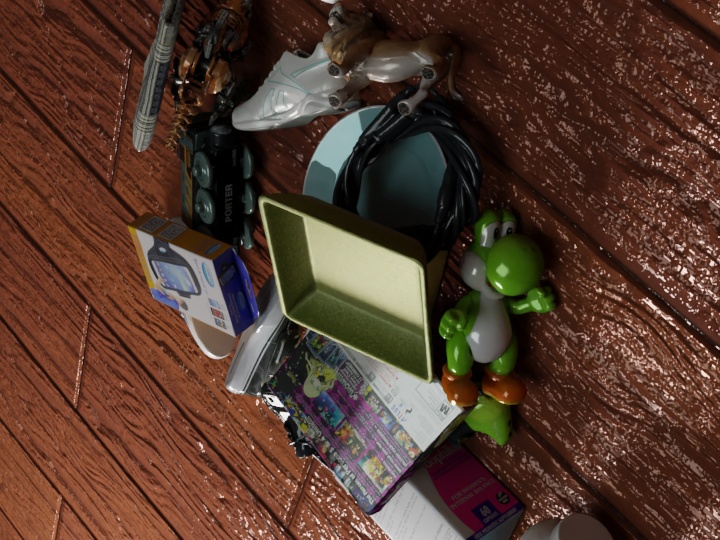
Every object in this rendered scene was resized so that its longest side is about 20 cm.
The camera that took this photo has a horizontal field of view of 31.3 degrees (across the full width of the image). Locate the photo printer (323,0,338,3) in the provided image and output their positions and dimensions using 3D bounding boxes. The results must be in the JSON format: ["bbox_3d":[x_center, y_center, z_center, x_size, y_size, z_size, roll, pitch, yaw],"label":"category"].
[{"bbox_3d":[-0.050,-0.393,1.337,0.200,0.069,0.167,48,138,20],"label":"photo printer"}]

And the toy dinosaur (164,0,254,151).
[{"bbox_3d":[-0.183,-0.238,1.498,0.102,0.200,0.136,44,166,3],"label":"toy dinosaur"}]

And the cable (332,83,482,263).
[{"bbox_3d":[0.047,-0.083,1.347,0.200,0.051,0.164,-46,68,29],"label":"cable"}]

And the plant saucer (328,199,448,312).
[{"bbox_3d":[0.000,0.000,1.497,0.199,0.048,0.202,38,134,30],"label":"plant saucer"}]

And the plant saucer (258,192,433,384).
[{"bbox_3d":[-0.002,0.007,1.346,0.198,0.048,0.201,23,146,24],"label":"plant saucer"}]

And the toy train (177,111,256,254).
[{"bbox_3d":[-0.188,-0.105,1.640,0.114,0.084,0.202,44,141,44],"label":"toy train"}]

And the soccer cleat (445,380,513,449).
[{"bbox_3d":[0.086,0.160,1.461,0.198,0.067,0.082,2,117,42],"label":"soccer cleat"}]

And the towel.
[{"bbox_3d":[-0.239,-0.278,1.547,0.202,0.034,0.194,-87,14,-46],"label":"towel"}]

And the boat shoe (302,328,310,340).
[{"bbox_3d":[-0.054,0.127,1.571,0.073,0.067,0.201,42,151,21],"label":"boat shoe"}]

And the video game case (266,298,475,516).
[{"bbox_3d":[0.007,0.140,1.441,0.200,0.036,0.182,49,115,21],"label":"video game case"}]

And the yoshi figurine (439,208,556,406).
[{"bbox_3d":[0.140,0.041,1.315,0.110,0.112,0.203,11,106,23],"label":"yoshi figurine"}]

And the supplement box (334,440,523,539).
[{"bbox_3d":[0.077,0.259,1.497,0.200,0.101,0.104,42,135,26],"label":"supplement box"}]

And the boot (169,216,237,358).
[{"bbox_3d":[-0.232,0.031,1.772,0.090,0.072,0.203,-29,78,58],"label":"boot"}]

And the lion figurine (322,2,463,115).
[{"bbox_3d":[0.038,-0.217,1.317,0.198,0.123,0.073,15,132,26],"label":"lion figurine"}]

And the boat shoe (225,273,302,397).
[{"bbox_3d":[-0.109,0.080,1.648,0.073,0.070,0.201,-99,31,-52],"label":"boat shoe"}]

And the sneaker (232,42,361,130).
[{"bbox_3d":[-0.077,-0.208,1.474,0.199,0.070,0.082,-11,92,45],"label":"sneaker"}]

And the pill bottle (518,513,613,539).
[{"bbox_3d":[0.200,0.343,1.390,0.111,0.110,0.201,48,139,20],"label":"pill bottle"}]

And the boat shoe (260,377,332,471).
[{"bbox_3d":[-0.053,0.206,1.568,0.074,0.067,0.199,-8,138,46],"label":"boat shoe"}]

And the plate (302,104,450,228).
[{"bbox_3d":[0.020,-0.079,1.410,0.198,0.025,0.204,-1,88,35],"label":"plate"}]

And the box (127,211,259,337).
[{"bbox_3d":[-0.209,0.007,1.626,0.199,0.041,0.120,22,137,43],"label":"box"}]
